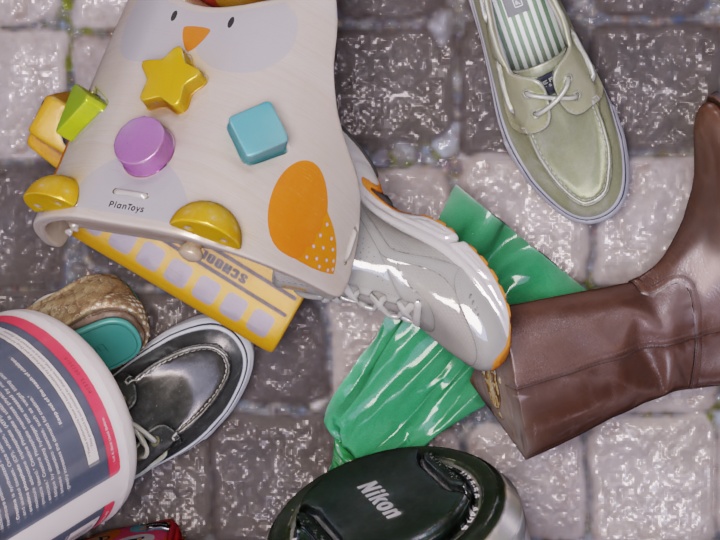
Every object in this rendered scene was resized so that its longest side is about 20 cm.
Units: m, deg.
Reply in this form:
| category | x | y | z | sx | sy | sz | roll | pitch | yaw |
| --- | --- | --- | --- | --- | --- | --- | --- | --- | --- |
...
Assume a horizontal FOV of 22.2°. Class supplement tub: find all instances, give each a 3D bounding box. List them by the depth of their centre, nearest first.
| category | x | y | z | sx | sy | sz | roll | pitch | yaw |
| --- | --- | --- | --- | --- | --- | --- | --- | --- | --- |
| supplement tub | -0.239 | 0.119 | 1.041 | 0.140 | 0.199 | 0.141 | 21 | 124 | 34 |

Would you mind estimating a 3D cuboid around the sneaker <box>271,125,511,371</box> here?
| category | x | y | z | sx | sy | sz | roll | pitch | yaw |
| --- | --- | --- | --- | --- | --- | --- | --- | --- | --- |
| sneaker | 0.000 | 0.000 | 1.086 | 0.092 | 0.076 | 0.200 | -38 | 69 | -26 |

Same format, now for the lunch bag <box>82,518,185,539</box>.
| category | x | y | z | sx | sy | sz | roll | pitch | yaw |
| --- | --- | --- | --- | --- | --- | --- | --- | --- | --- |
| lunch bag | -0.193 | 0.232 | 1.132 | 0.199 | 0.176 | 0.083 | -21 | 99 | -2 |

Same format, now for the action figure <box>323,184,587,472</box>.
| category | x | y | z | sx | sy | sz | roll | pitch | yaw |
| --- | --- | --- | --- | --- | --- | --- | --- | --- | --- |
| action figure | 0.042 | 0.059 | 1.158 | 0.118 | 0.055 | 0.200 | 39 | 95 | -4 |

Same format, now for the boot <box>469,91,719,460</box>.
| category | x | y | z | sx | sy | sz | roll | pitch | yaw |
| --- | --- | --- | --- | --- | --- | --- | --- | --- | --- |
| boot | 0.155 | 0.004 | 1.115 | 0.198 | 0.064 | 0.188 | -15 | 99 | -7 |

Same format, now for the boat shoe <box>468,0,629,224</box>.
| category | x | y | z | sx | sy | sz | roll | pitch | yaw |
| --- | --- | --- | --- | --- | --- | --- | --- | --- | --- |
| boat shoe | 0.108 | -0.119 | 1.123 | 0.072 | 0.062 | 0.201 | -24 | 97 | 8 |

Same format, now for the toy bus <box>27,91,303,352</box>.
| category | x | y | z | sx | sy | sz | roll | pitch | yaw |
| --- | --- | --- | --- | --- | --- | --- | --- | --- | --- |
| toy bus | -0.119 | -0.035 | 1.153 | 0.199 | 0.065 | 0.079 | 30 | 101 | -1 |

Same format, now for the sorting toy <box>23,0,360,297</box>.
| category | x | y | z | sx | sy | sz | roll | pitch | yaw |
| --- | --- | --- | --- | --- | --- | --- | --- | --- | --- |
| sorting toy | -0.093 | -0.097 | 1.044 | 0.199 | 0.107 | 0.181 | 9 | 76 | 25 |

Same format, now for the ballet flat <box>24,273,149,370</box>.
| category | x | y | z | sx | sy | sz | roll | pitch | yaw |
| --- | --- | --- | --- | --- | --- | --- | --- | --- | --- |
| ballet flat | -0.227 | 0.058 | 1.177 | 0.199 | 0.065 | 0.071 | -20 | 128 | 4 |

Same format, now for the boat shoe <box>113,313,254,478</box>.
| category | x | y | z | sx | sy | sz | roll | pitch | yaw |
| --- | --- | --- | --- | --- | --- | --- | --- | --- | --- |
| boat shoe | -0.149 | 0.105 | 1.171 | 0.200 | 0.071 | 0.072 | -40 | 93 | 9 |

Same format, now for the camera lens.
| category | x | y | z | sx | sy | sz | roll | pitch | yaw |
| --- | --- | --- | --- | --- | --- | --- | --- | --- | --- |
| camera lens | 0.036 | 0.220 | 1.104 | 0.159 | 0.160 | 0.201 | -13 | 115 | 6 |

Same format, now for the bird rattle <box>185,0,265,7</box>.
| category | x | y | z | sx | sy | sz | roll | pitch | yaw |
| --- | --- | --- | --- | --- | --- | --- | --- | --- | --- |
| bird rattle | -0.085 | -0.211 | 1.103 | 0.198 | 0.113 | 0.164 | 5 | 115 | 7 |
